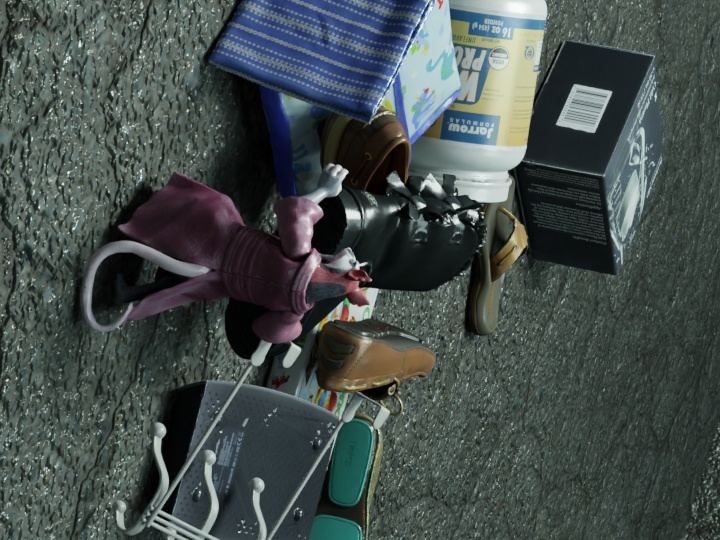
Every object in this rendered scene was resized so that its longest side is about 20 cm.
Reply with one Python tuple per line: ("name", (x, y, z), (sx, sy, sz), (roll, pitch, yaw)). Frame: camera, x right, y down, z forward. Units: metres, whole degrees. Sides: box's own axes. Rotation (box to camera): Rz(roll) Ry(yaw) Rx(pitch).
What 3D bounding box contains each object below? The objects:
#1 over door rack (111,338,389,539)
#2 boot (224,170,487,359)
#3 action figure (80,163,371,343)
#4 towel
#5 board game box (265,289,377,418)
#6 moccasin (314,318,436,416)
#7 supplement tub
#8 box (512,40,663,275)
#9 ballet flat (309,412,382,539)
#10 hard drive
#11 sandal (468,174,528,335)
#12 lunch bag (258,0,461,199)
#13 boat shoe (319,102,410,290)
("over door rack", (-0.092, 0.146, 1.527), (0.200, 0.067, 0.148), (-49, 139, 4))
("boot", (-0.001, 0.000, 1.552), (0.162, 0.073, 0.198), (0, 139, -43))
("action figure", (-0.085, -0.011, 1.413), (0.149, 0.200, 0.134), (-23, 122, -62))
("towel", (-0.017, -0.219, 1.543), (0.024, 0.145, 0.200), (96, 17, -59))
("board game box", (-0.042, 0.088, 1.787), (0.126, 0.035, 0.200), (38, 67, -66))
("moccasin", (0.014, 0.090, 1.783), (0.078, 0.074, 0.201), (-70, 163, 6))
("supplement tub", (0.096, -0.175, 1.836), (0.145, 0.145, 0.200), (-16, 115, -65))
("box", (0.281, -0.137, 2.335), (0.197, 0.124, 0.200), (75, 35, -52))
("ballet flat", (-0.020, 0.240, 1.889), (0.071, 0.071, 0.200), (30, 74, -67))
("hard drive", (-0.099, 0.166, 1.637), (0.200, 0.042, 0.135), (21, 82, -55))
("sandal", (0.163, -0.016, 2.199), (0.082, 0.055, 0.200), (-28, 127, -62))
("lunch bag", (-0.010, -0.168, 1.632), (0.200, 0.127, 0.170), (-46, 148, -27))
("boat shoe", (0.004, -0.052, 1.600), (0.072, 0.068, 0.200), (-27, 141, -31))
